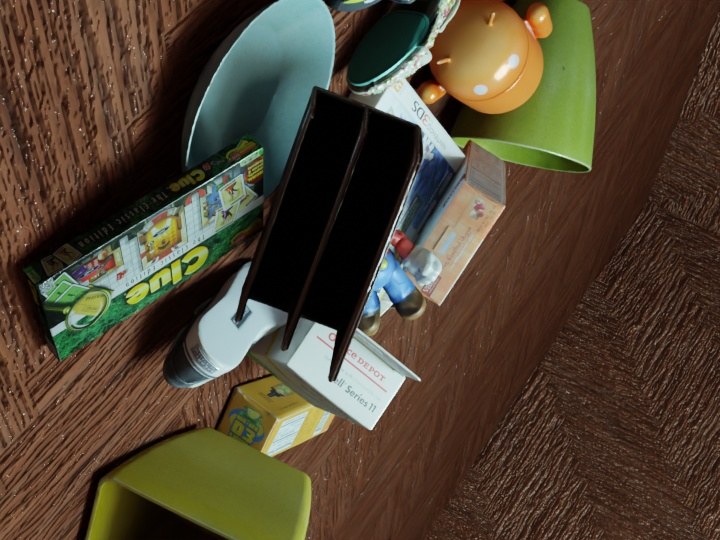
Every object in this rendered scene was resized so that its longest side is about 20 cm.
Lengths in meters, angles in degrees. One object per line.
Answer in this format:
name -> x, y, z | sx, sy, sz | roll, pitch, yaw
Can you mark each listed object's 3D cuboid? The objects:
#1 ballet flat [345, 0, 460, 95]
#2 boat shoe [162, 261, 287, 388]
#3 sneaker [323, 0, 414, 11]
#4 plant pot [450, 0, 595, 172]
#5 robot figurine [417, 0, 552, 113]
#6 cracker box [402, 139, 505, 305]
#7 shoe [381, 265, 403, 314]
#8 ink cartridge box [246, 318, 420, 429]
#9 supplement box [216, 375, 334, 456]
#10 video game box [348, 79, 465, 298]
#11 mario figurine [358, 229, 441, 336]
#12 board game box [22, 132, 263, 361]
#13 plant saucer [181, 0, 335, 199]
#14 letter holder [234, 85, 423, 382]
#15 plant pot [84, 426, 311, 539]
ballet flat -> 0.059, -0.242, 1.058 | 0.201, 0.075, 0.064 | -57, 143, -9
boat shoe -> -0.125, 0.054, 1.027 | 0.068, 0.072, 0.200 | -32, -169, 26
sneaker -> 0.031, -0.267, 0.961 | 0.200, 0.074, 0.081 | -43, 158, -40
plant pot -> 0.225, -0.246, 1.391 | 0.187, 0.186, 0.202 | 10, 93, -71
robot figurine -> 0.140, -0.240, 1.224 | 0.200, 0.143, 0.118 | 3, 93, -71
cracker box -> 0.109, -0.060, 1.238 | 0.134, 0.057, 0.200 | -58, -177, 21
shoe -> 0.011, 0.045, 1.326 | 0.200, 0.053, 0.070 | -41, 175, -18
ink cartridge box -> -0.035, 0.094, 1.090 | 0.068, 0.117, 0.200 | -55, -161, -13
supplement box -> -0.090, 0.166, 1.282 | 0.069, 0.066, 0.200 | -61, 162, 12
video game box -> 0.015, -0.088, 1.143 | 0.201, 0.047, 0.182 | -59, 141, -7
mario figurine -> 0.000, 0.000, 1.054 | 0.124, 0.106, 0.200 | -49, 141, -15
board game box -> -0.155, -0.018, 0.819 | 0.199, 0.023, 0.105 | -36, 157, -25
plant saucer -> -0.091, -0.134, 0.876 | 0.201, 0.038, 0.202 | -52, 160, -28
letter holder -> -0.029, -0.030, 0.889 | 0.142, 0.100, 0.201 | -87, -162, -71
plant pot -> -0.154, 0.279, 1.101 | 0.176, 0.199, 0.201 | -51, 163, -63
